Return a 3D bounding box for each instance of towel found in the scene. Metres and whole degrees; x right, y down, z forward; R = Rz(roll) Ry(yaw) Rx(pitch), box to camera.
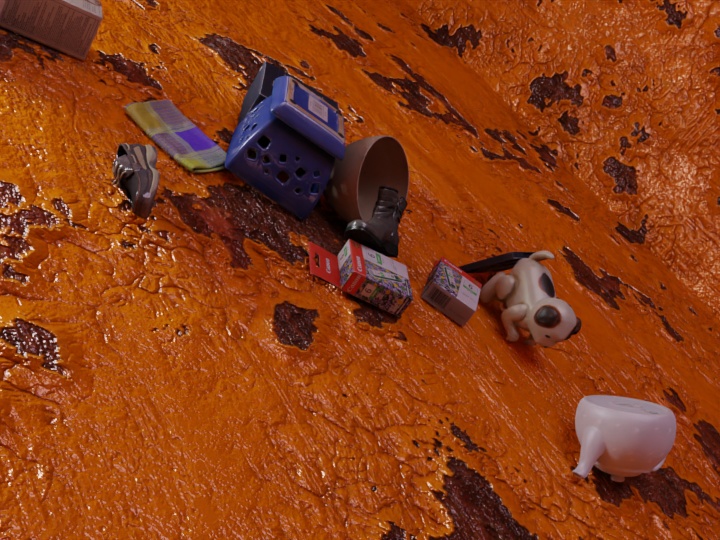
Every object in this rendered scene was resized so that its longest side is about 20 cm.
[{"bbox_3d":[-0.350,-0.261,1.615,0.200,0.023,0.143,44,27,13],"label":"towel"}]

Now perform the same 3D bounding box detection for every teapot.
[{"bbox_3d":[0.496,0.323,1.573,0.197,0.148,0.197,5,3,10],"label":"teapot"}]

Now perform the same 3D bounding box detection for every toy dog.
[{"bbox_3d":[0.382,0.078,1.774,0.139,0.194,0.201,30,19,-37],"label":"toy dog"}]

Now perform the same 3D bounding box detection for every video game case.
[{"bbox_3d":[0.328,-0.018,1.906,0.199,0.142,0.019,-3,79,-55],"label":"video game case"}]

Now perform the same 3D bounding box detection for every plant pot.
[{"bbox_3d":[-0.005,-0.185,1.757,0.133,0.203,0.199,10,12,32],"label":"plant pot"},{"bbox_3d":[-0.136,-0.257,1.667,0.199,0.180,0.201,32,26,-20],"label":"plant pot"}]

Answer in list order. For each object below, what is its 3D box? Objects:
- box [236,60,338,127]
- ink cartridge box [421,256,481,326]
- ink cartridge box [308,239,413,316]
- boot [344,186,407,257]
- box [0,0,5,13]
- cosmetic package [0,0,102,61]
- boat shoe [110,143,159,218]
[{"bbox_3d":[-0.158,-0.336,1.851,0.198,0.118,0.198,28,29,-19],"label":"box"},{"bbox_3d":[0.200,0.029,1.777,0.108,0.051,0.200,35,28,-3],"label":"ink cartridge box"},{"bbox_3d":[0.000,0.000,1.571,0.198,0.051,0.110,26,29,-22],"label":"ink cartridge box"},{"bbox_3d":[0.032,-0.109,1.666,0.067,0.133,0.200,6,-9,25],"label":"boot"},{"bbox_3d":[-0.740,-0.516,1.470,0.200,0.098,0.124,44,28,12],"label":"box"},{"bbox_3d":[-0.606,-0.499,1.598,0.198,0.104,0.088,20,29,-33],"label":"cosmetic package"},{"bbox_3d":[-0.374,-0.149,1.373,0.072,0.075,0.201,12,26,-22],"label":"boat shoe"}]
